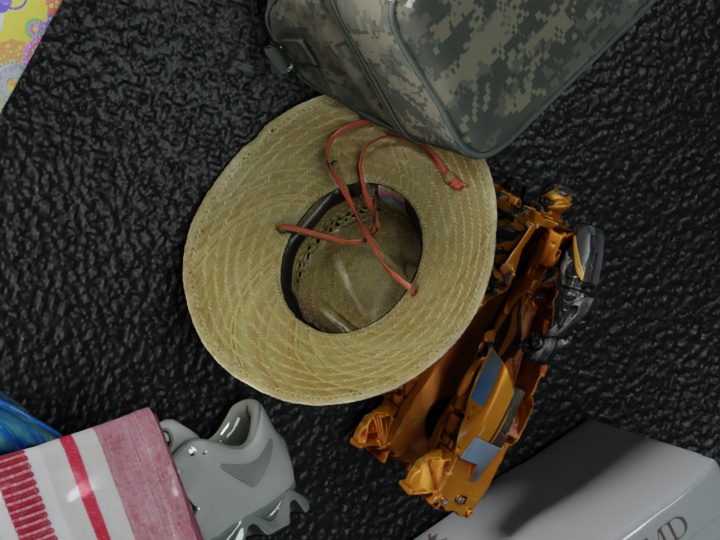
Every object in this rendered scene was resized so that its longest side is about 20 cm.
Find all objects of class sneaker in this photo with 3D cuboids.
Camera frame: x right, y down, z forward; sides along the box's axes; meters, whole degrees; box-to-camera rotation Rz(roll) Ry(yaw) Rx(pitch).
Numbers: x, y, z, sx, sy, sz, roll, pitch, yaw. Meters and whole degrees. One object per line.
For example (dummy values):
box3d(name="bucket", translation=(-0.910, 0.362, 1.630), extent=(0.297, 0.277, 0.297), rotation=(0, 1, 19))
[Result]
box3d(name="sneaker", translation=(-0.120, 0.137, 1.717), extent=(0.200, 0.074, 0.089), rotation=(-30, 109, -43))

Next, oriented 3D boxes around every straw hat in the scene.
box3d(name="straw hat", translation=(0.000, 0.000, 1.753), extent=(0.201, 0.201, 0.085), rotation=(-52, 155, -10))

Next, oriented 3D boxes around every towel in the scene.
box3d(name="towel", translation=(-0.180, 0.170, 1.631), extent=(0.199, 0.023, 0.145), rotation=(-18, 75, -20))

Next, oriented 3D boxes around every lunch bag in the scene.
box3d(name="lunch bag", translation=(0.055, -0.175, 1.703), extent=(0.200, 0.167, 0.140), rotation=(-45, 126, -19))

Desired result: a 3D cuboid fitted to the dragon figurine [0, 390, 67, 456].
box3d(name="dragon figurine", translation=(-0.207, 0.101, 1.688), extent=(0.199, 0.059, 0.100), rotation=(26, 86, -27))

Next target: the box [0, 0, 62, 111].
box3d(name="box", translation=(-0.270, -0.186, 1.540), extent=(0.199, 0.192, 0.122), rotation=(31, 84, -25))

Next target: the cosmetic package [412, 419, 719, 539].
box3d(name="cosmetic package", translation=(0.155, 0.227, 1.822), extent=(0.167, 0.166, 0.201), rotation=(-33, 109, -17))

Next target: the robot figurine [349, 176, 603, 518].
box3d(name="robot figurine", translation=(0.072, 0.037, 1.769), extent=(0.058, 0.145, 0.201), rotation=(19, 99, -33))
